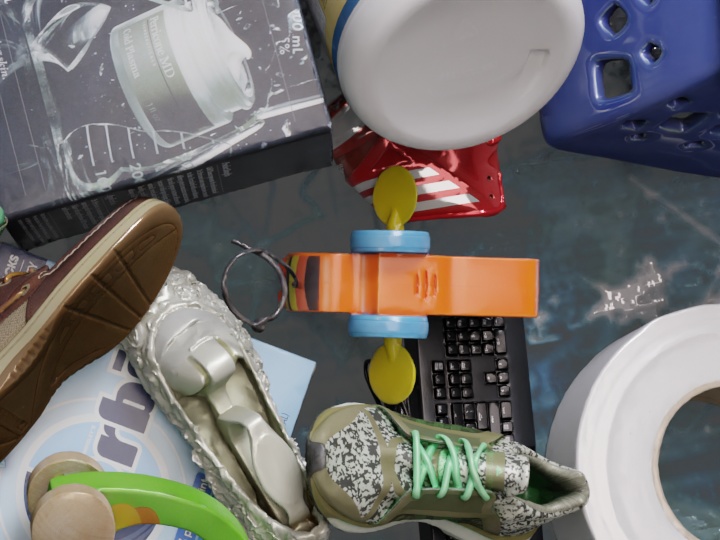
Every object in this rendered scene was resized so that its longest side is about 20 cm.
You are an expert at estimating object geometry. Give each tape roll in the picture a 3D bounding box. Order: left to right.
[{"bbox_3d":[0.215,0.124,1.671,0.201,0.071,0.204,3,79,-13],"label":"tape roll"}]

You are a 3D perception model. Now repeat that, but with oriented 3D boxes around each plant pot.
[{"bbox_3d":[0.228,-0.172,1.638,0.199,0.179,0.201,5,79,-41],"label":"plant pot"}]

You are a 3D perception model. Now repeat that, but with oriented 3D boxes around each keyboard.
[{"bbox_3d":[0.060,0.113,1.653,0.103,0.040,0.201,-3,80,-14],"label":"keyboard"}]

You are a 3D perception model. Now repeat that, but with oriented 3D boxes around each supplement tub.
[{"bbox_3d":[0.033,-0.184,1.584,0.144,0.145,0.201,-9,47,-14],"label":"supplement tub"}]

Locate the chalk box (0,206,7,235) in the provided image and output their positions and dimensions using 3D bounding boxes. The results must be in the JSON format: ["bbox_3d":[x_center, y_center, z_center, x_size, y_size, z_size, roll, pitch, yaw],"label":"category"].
[{"bbox_3d":[-0.282,-0.025,1.516,0.124,0.200,0.125,-41,90,-16],"label":"chalk box"}]

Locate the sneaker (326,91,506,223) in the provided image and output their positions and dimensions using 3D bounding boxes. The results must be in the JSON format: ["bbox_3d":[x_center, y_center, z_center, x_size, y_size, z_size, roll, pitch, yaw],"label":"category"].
[{"bbox_3d":[0.075,-0.103,1.688,0.200,0.078,0.116,-37,98,-4],"label":"sneaker"}]

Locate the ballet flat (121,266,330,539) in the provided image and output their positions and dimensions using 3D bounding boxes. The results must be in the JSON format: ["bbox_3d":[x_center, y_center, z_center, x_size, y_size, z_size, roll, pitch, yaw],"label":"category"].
[{"bbox_3d":[-0.072,0.078,1.571,0.072,0.072,0.201,-31,87,-16],"label":"ballet flat"}]

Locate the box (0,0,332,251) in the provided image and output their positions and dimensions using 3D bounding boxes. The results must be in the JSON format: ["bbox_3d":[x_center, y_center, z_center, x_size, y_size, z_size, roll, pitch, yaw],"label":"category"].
[{"bbox_3d":[-0.133,-0.138,1.593,0.195,0.124,0.201,-16,83,-4],"label":"box"}]

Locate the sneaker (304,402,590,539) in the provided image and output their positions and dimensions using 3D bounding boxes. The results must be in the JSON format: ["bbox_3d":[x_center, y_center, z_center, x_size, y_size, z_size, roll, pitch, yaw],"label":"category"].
[{"bbox_3d":[0.053,0.111,1.570,0.199,0.088,0.077,12,70,-43],"label":"sneaker"}]

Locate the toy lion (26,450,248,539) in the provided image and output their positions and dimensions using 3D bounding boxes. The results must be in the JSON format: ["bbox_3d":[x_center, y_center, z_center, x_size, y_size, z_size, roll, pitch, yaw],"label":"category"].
[{"bbox_3d":[-0.110,0.217,1.553,0.190,0.069,0.201,11,105,-13],"label":"toy lion"}]

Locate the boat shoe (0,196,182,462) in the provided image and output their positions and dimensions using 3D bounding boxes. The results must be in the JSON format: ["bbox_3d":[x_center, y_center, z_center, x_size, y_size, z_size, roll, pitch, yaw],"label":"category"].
[{"bbox_3d":[-0.185,0.027,1.547,0.072,0.072,0.200,40,88,29],"label":"boat shoe"}]

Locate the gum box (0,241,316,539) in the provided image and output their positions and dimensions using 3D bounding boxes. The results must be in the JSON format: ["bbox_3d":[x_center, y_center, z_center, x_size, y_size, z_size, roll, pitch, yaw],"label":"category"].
[{"bbox_3d":[-0.147,0.100,1.605,0.199,0.045,0.171,21,76,-9],"label":"gum box"}]

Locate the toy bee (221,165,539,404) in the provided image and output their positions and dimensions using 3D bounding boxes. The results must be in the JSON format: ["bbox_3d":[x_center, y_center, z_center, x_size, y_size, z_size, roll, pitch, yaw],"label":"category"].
[{"bbox_3d":[0.000,0.000,1.628,0.199,0.109,0.132,25,80,-23],"label":"toy bee"}]
